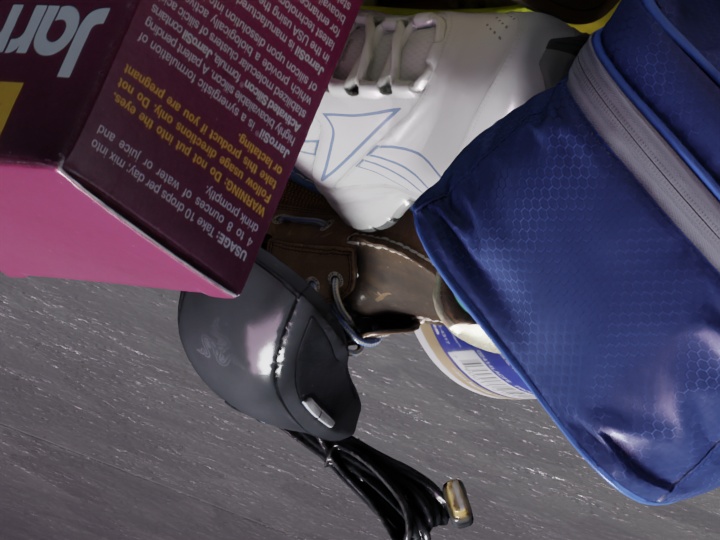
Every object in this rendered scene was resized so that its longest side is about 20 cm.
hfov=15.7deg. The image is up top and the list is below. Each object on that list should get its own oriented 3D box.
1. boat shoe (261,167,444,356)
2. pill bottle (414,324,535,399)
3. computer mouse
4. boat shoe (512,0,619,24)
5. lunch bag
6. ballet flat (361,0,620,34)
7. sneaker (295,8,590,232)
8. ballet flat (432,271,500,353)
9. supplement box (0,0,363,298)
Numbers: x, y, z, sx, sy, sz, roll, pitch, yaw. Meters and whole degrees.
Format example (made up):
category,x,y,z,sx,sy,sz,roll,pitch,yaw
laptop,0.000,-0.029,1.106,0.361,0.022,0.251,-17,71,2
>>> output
category,x,y,z,sx,sy,sz,roll,pitch,yaw
boat shoe,0.000,0.000,1.092,0.072,0.072,0.200,49,167,-30
pill bottle,0.116,-0.001,1.164,0.116,0.116,0.200,30,161,-26
computer mouse,-0.017,0.062,1.080,0.140,0.046,0.200,36,165,15
boat shoe,0.020,-0.154,0.898,0.200,0.072,0.065,32,174,-36
lunch bag,0.131,-0.018,0.857,0.136,0.132,0.200,52,-156,16
ballet flat,0.029,-0.117,1.025,0.200,0.067,0.067,9,139,28
sneaker,0.012,-0.063,0.966,0.087,0.075,0.200,34,159,-20
ballet flat,0.092,-0.018,1.001,0.067,0.200,0.062,35,142,15
supplement box,-0.081,-0.102,0.946,0.131,0.200,0.103,5,157,42
